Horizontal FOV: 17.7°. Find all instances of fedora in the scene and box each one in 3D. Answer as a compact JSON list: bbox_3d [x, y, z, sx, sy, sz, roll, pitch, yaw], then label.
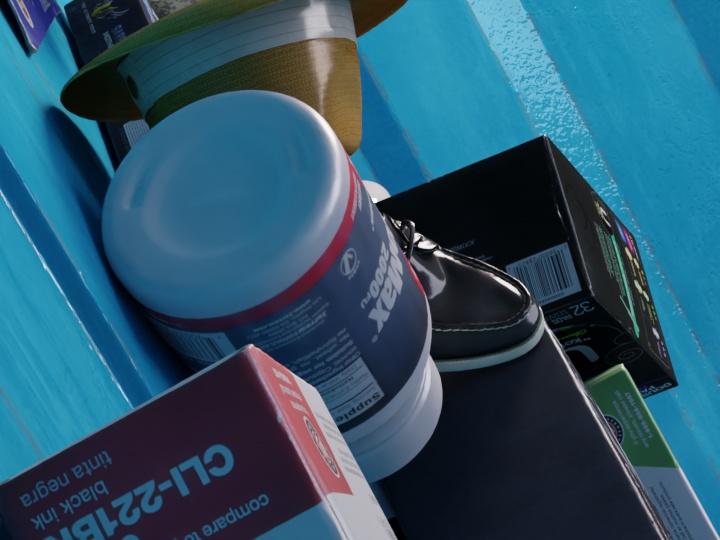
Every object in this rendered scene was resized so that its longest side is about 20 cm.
[{"bbox_3d":[-0.053,-0.085,1.166,0.201,0.200,0.082,41,30,-84],"label":"fedora"}]

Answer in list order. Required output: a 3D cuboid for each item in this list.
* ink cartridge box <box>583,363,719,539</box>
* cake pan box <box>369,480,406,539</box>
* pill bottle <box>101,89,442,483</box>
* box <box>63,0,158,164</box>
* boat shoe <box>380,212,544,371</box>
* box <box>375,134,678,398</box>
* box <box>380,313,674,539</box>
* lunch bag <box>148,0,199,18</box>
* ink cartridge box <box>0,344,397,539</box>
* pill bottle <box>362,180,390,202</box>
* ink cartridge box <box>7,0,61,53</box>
[{"bbox_3d":[0.114,0.171,1.486,0.145,0.200,0.084,61,-1,3],"label":"ink cartridge box"},{"bbox_3d":[0.040,0.206,1.295,0.184,0.052,0.200,60,1,25],"label":"cake pan box"},{"bbox_3d":[-0.032,0.017,1.110,0.120,0.119,0.200,63,3,39],"label":"pill bottle"},{"bbox_3d":[-0.103,-0.064,1.369,0.158,0.051,0.200,61,3,-38],"label":"box"},{"bbox_3d":[0.000,-0.002,1.231,0.066,0.199,0.075,89,22,-44],"label":"boat shoe"},{"bbox_3d":[0.106,0.021,1.554,0.200,0.148,0.125,40,32,-60],"label":"box"},{"bbox_3d":[0.111,0.168,1.235,0.197,0.124,0.200,56,6,-40],"label":"box"},{"bbox_3d":[-0.104,-0.253,1.777,0.118,0.200,0.164,60,3,-28],"label":"lunch bag"},{"bbox_3d":[-0.009,0.133,0.650,0.200,0.084,0.144,61,1,9],"label":"ink cartridge box"},{"bbox_3d":[-0.014,0.003,1.676,0.200,0.120,0.120,61,2,-13],"label":"pill bottle"},{"bbox_3d":[-0.201,-0.221,1.230,0.200,0.041,0.200,61,2,-13],"label":"ink cartridge box"}]
